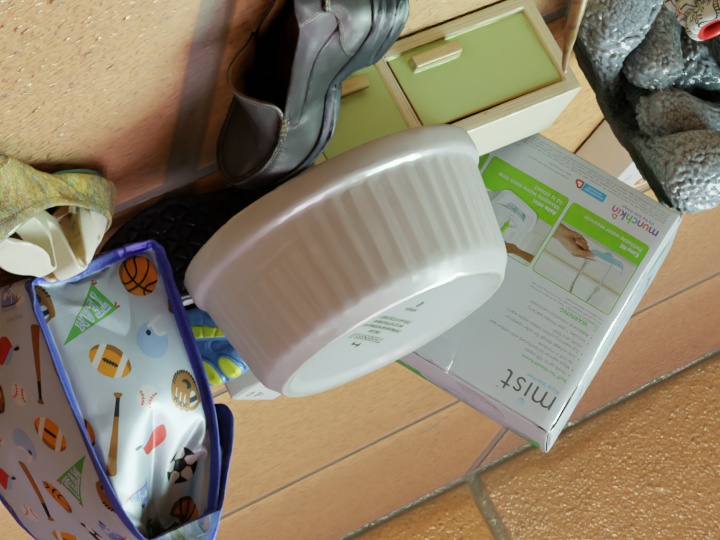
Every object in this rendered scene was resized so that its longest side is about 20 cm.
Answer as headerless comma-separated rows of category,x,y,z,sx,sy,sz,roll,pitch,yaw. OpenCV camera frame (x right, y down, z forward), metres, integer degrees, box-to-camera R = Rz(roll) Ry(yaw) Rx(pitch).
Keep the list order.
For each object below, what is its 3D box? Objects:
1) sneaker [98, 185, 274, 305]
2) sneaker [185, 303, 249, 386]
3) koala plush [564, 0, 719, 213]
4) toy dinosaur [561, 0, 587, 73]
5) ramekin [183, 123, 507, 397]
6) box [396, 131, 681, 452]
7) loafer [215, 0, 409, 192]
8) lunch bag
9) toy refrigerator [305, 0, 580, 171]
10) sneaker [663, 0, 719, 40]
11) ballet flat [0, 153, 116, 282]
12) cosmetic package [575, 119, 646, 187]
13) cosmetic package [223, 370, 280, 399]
sneaker,-0.087,-0.019,1.644,0.199,0.072,0.083,-24,168,-22
sneaker,-0.140,0.048,1.660,0.199,0.071,0.083,-5,-166,31
koala plush,0.261,-0.155,1.680,0.199,0.178,0.184,-29,179,2
toy dinosaur,0.128,-0.216,1.343,0.106,0.060,0.200,-29,141,-6
ramekin,0.000,0.000,1.509,0.202,0.095,0.202,-27,167,-7
box,0.088,-0.004,1.653,0.177,0.199,0.097,-59,171,-8
loafer,-0.047,-0.113,1.387,0.072,0.073,0.200,-9,149,-33
lunch bag,-0.168,0.096,1.544,0.123,0.201,0.170,-19,-179,-32
toy refrigerator,0.037,-0.106,1.563,0.199,0.076,0.070,-22,166,-25
sneaker,0.247,-0.223,1.479,0.067,0.108,0.201,-17,163,-41
ballet flat,-0.187,-0.026,1.414,0.071,0.071,0.200,-31,168,12
cosmetic package,0.280,-0.138,2.025,0.150,0.052,0.200,-20,165,-24
cosmetic package,-0.024,0.003,1.787,0.199,0.108,0.085,-31,167,15
